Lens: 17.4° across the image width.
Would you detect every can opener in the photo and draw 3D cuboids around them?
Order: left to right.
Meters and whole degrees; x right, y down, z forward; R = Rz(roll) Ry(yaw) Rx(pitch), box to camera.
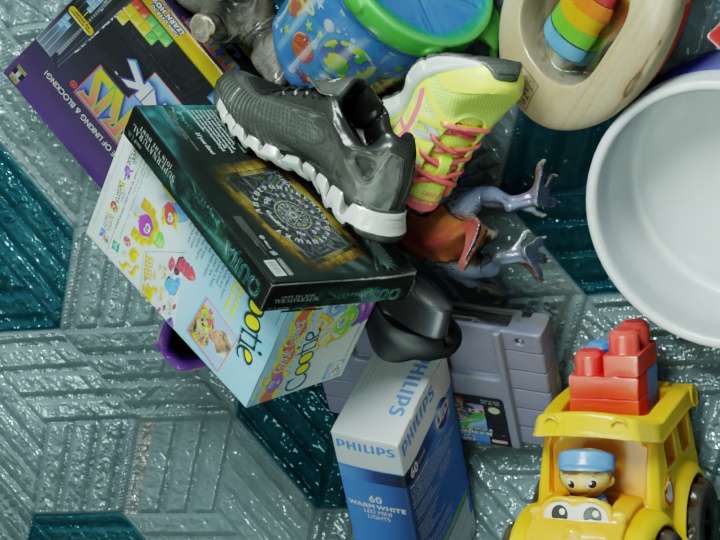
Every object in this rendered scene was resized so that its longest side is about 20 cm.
[{"bbox_3d":[0.000,0.000,1.765,0.200,0.063,0.079,39,123,31],"label":"can opener"}]

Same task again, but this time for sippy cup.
[{"bbox_3d":[0.006,-0.186,1.699,0.179,0.139,0.130,56,136,7],"label":"sippy cup"}]

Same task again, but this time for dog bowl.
[{"bbox_3d":[0.264,-0.051,1.656,0.198,0.079,0.202,11,118,22],"label":"dog bowl"}]

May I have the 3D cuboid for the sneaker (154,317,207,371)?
[{"bbox_3d":[-0.089,0.021,1.860,0.200,0.088,0.081,-36,91,31],"label":"sneaker"}]

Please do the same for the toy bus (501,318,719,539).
[{"bbox_3d":[0.181,0.140,1.722,0.135,0.200,0.194,3,106,23],"label":"toy bus"}]

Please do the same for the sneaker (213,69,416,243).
[{"bbox_3d":[-0.026,-0.106,1.662,0.200,0.066,0.091,40,120,36],"label":"sneaker"}]

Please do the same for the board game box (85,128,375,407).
[{"bbox_3d":[-0.092,-0.013,1.734,0.200,0.103,0.105,46,129,26],"label":"board game box"}]

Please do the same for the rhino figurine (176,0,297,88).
[{"bbox_3d":[-0.098,-0.200,1.758,0.200,0.087,0.060,47,109,6],"label":"rhino figurine"}]

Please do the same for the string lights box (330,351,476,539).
[{"bbox_3d":[0.037,0.163,1.820,0.058,0.103,0.201,10,135,23],"label":"string lights box"}]

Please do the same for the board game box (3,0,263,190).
[{"bbox_3d":[-0.160,-0.134,1.843,0.200,0.057,0.165,49,123,-1],"label":"board game box"}]

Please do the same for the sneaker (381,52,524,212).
[{"bbox_3d":[0.055,-0.090,1.668,0.200,0.078,0.091,-34,55,55],"label":"sneaker"}]

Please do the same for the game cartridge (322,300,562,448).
[{"bbox_3d":[0.058,0.076,1.823,0.198,0.038,0.130,7,131,23],"label":"game cartridge"}]

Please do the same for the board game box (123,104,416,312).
[{"bbox_3d":[-0.065,-0.048,1.675,0.200,0.134,0.028,51,129,34],"label":"board game box"}]

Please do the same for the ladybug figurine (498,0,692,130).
[{"bbox_3d":[0.168,-0.182,1.635,0.136,0.072,0.200,55,135,21],"label":"ladybug figurine"}]

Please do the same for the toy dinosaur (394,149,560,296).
[{"bbox_3d":[0.058,-0.040,1.726,0.180,0.199,0.106,-2,85,35],"label":"toy dinosaur"}]

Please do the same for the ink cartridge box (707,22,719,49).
[{"bbox_3d":[0.333,-0.126,1.528,0.200,0.176,0.045,44,124,2],"label":"ink cartridge box"}]
